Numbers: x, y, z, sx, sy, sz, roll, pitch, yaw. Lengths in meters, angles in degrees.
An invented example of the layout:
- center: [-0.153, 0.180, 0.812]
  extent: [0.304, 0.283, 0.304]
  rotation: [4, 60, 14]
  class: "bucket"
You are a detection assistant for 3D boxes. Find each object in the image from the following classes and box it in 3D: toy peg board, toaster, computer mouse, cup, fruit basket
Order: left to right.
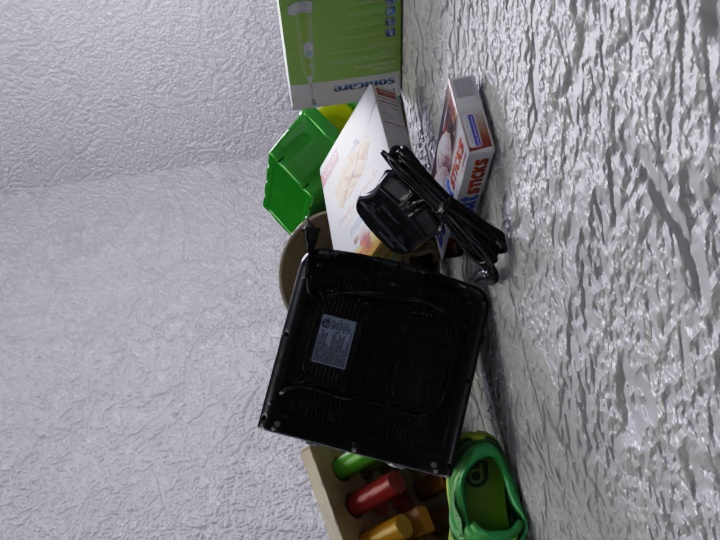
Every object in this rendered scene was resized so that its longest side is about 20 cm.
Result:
- center: [-0.043, -0.161, 1.127]
  extent: [0.156, 0.215, 0.216]
  rotation: [47, 168, 10]
  class: "fruit basket"
- center: [0.000, 0.000, 1.108]
  extent: [0.143, 0.199, 0.201]
  rotation: [-37, -59, -70]
  class: "cup"
- center: [0.013, 0.077, 0.720]
  extent: [0.119, 0.180, 0.201]
  rotation: [96, -173, -81]
  class: "toaster"
- center: [0.061, 0.268, 0.870]
  extent: [0.200, 0.098, 0.200]
  rotation: [8, -128, -49]
  class: "toy peg board"
- center: [0.066, -0.041, 0.672]
  extent: [0.140, 0.046, 0.200]
  rotation: [45, 168, 1]
  class: "computer mouse"

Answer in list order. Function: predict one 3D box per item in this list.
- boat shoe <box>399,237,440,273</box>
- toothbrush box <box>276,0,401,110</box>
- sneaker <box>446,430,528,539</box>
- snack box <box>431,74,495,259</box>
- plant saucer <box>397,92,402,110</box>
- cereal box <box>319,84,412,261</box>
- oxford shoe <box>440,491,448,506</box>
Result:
- center: [0.066, -0.027, 0.873]
  extent: [0.064, 0.071, 0.201]
  rotation: [-7, 82, 51]
  class: "boat shoe"
- center: [-0.027, -0.308, 0.944]
  extent: [0.200, 0.145, 0.086]
  rotation: [86, 174, -51]
  class: "toothbrush box"
- center: [0.111, 0.247, 0.684]
  extent: [0.084, 0.074, 0.201]
  rotation: [83, 178, -82]
  class: "sneaker"
- center: [0.086, -0.083, 0.686]
  extent: [0.200, 0.024, 0.072]
  rotation: [91, 168, -67]
  class: "snack box"
- center: [0.034, -0.183, 1.097]
  extent: [0.201, 0.039, 0.202]
  rotation: [172, 90, -85]
  class: "plant saucer"
- center: [0.010, -0.090, 0.861]
  extent: [0.144, 0.039, 0.201]
  rotation: [-54, 37, 40]
  class: "cereal box"
- center: [0.053, 0.298, 0.978]
  extent: [0.058, 0.200, 0.075]
  rotation: [-43, 62, 31]
  class: "oxford shoe"
